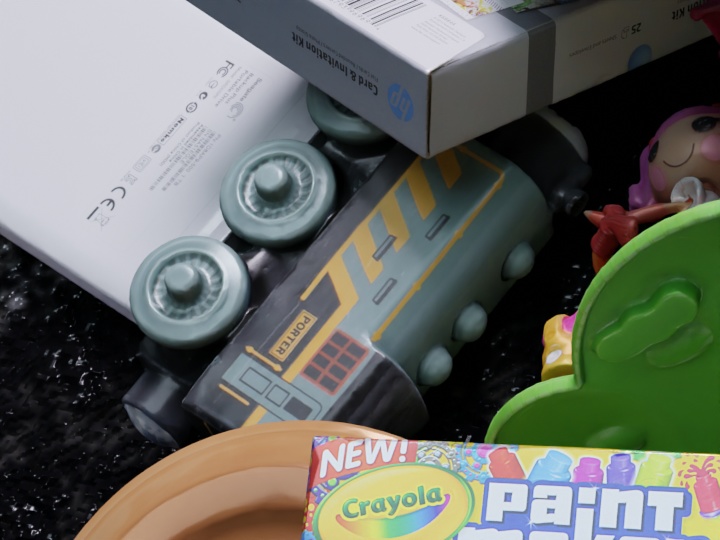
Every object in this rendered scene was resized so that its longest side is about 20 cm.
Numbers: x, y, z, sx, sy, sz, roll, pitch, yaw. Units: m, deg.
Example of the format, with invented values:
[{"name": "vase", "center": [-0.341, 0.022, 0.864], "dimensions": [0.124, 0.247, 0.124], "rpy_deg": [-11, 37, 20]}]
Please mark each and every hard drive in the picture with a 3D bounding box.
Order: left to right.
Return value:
[{"name": "hard drive", "center": [-0.105, -0.062, 1.109], "dimensions": [0.200, 0.027, 0.132], "rpy_deg": [31, 75, 37]}]

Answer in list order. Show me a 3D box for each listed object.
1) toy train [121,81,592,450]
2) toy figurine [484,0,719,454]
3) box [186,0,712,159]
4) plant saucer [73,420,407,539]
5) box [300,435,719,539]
[{"name": "toy train", "center": [0.000, 0.000, 0.985], "dimensions": [0.114, 0.085, 0.200], "rpy_deg": [33, 73, 26]}, {"name": "toy figurine", "center": [0.139, -0.018, 0.922], "dimensions": [0.200, 0.150, 0.184], "rpy_deg": [-32, 30, 34]}, {"name": "box", "center": [0.052, -0.124, 1.009], "dimensions": [0.200, 0.041, 0.156], "rpy_deg": [-26, 43, -31]}, {"name": "plant saucer", "center": [-0.026, 0.146, 0.879], "dimensions": [0.200, 0.037, 0.200], "rpy_deg": [-4, 73, 13]}, {"name": "box", "center": [0.085, 0.158, 0.760], "dimensions": [0.200, 0.122, 0.193], "rpy_deg": [1, 73, 18]}]
